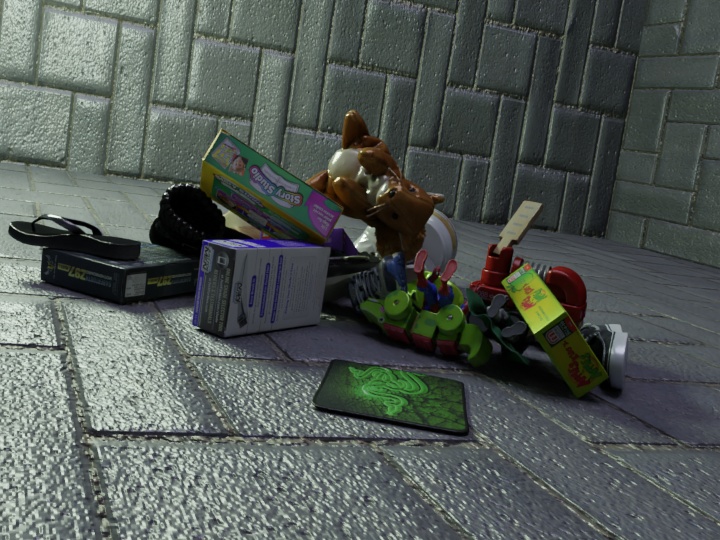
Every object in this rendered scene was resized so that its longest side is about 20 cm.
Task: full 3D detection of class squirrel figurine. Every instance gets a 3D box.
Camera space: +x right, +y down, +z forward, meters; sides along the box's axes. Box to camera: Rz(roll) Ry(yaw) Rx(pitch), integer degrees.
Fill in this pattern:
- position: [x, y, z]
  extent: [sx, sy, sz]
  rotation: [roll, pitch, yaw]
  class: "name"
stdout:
- position: [0.043, -0.100, 1.317]
  extent: [0.185, 0.143, 0.200]
  rotation: [30, -12, 39]
  class: "squirrel figurine"

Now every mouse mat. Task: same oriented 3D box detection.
- position: [0.035, 0.130, 0.970]
  extent: [0.157, 0.008, 0.200]
  rotation: [10, 7, 3]
  class: "mouse mat"

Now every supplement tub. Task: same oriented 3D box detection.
- position: [0.109, -0.045, 1.741]
  extent: [0.141, 0.148, 0.200]
  rotation: [10, 8, 9]
  class: "supplement tub"

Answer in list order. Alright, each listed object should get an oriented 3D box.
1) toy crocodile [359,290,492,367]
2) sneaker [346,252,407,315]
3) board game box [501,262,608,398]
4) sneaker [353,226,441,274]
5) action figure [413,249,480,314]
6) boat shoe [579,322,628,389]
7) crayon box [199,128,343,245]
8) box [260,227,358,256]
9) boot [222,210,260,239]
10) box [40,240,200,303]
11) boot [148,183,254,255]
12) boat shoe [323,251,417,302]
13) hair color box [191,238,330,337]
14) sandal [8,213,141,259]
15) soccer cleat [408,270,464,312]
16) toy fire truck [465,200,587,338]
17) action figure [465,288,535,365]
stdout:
- position: [0.085, 0.078, 1.205]
  extent: [0.197, 0.063, 0.068]
  rotation: [15, -26, 29]
  class: "toy crocodile"
- position: [0.023, 0.032, 1.306]
  extent: [0.083, 0.079, 0.201]
  rotation: [-4, -18, -4]
  class: "sneaker"
- position: [0.242, 0.070, 1.159]
  extent: [0.047, 0.102, 0.200]
  rotation: [-34, 15, 8]
  class: "board game box"
- position: [0.066, 0.005, 1.615]
  extent: [0.201, 0.115, 0.073]
  rotation: [50, 14, 16]
  class: "sneaker"
- position: [0.118, 0.020, 1.247]
  extent: [0.064, 0.100, 0.201]
  rotation: [20, -27, 17]
  class: "action figure"
- position: [0.315, 0.105, 1.207]
  extent: [0.066, 0.074, 0.200]
  rotation: [5, 10, 11]
  class: "boat shoe"
- position: [-0.132, -0.103, 1.304]
  extent: [0.198, 0.059, 0.172]
  rotation: [32, -14, -6]
  class: "crayon box"
- position: [-0.077, -0.027, 1.503]
  extent: [0.133, 0.040, 0.200]
  rotation: [-1, -13, 9]
  class: "box"
- position: [-0.201, -0.058, 1.575]
  extent: [0.196, 0.072, 0.144]
  rotation: [-2, -20, 7]
  class: "boot"
- position: [-0.330, -0.002, 1.307]
  extent: [0.155, 0.052, 0.199]
  rotation: [13, 10, 26]
  class: "box"
- position: [-0.220, -0.051, 1.399]
  extent: [0.207, 0.081, 0.157]
  rotation: [17, -23, -20]
  class: "boot"
- position: [0.000, 0.000, 1.406]
  extent: [0.195, 0.061, 0.074]
  rotation: [-12, -27, -2]
  class: "boat shoe"
- position: [-0.125, 0.018, 1.188]
  extent: [0.064, 0.112, 0.199]
  rotation: [14, 9, 31]
  class: "hair color box"
- position: [-0.394, -0.053, 1.268]
  extent: [0.195, 0.044, 0.076]
  rotation: [9, 10, 13]
  class: "sandal"
- position: [0.081, 0.032, 1.495]
  extent: [0.196, 0.069, 0.081]
  rotation: [12, -4, 21]
  class: "soccer cleat"
- position: [0.263, 0.003, 1.386]
  extent: [0.172, 0.205, 0.128]
  rotation: [12, 9, 21]
  class: "toy fire truck"
- position: [0.190, 0.077, 1.191]
  extent: [0.119, 0.054, 0.200]
  rotation: [56, 3, 14]
  class: "action figure"
